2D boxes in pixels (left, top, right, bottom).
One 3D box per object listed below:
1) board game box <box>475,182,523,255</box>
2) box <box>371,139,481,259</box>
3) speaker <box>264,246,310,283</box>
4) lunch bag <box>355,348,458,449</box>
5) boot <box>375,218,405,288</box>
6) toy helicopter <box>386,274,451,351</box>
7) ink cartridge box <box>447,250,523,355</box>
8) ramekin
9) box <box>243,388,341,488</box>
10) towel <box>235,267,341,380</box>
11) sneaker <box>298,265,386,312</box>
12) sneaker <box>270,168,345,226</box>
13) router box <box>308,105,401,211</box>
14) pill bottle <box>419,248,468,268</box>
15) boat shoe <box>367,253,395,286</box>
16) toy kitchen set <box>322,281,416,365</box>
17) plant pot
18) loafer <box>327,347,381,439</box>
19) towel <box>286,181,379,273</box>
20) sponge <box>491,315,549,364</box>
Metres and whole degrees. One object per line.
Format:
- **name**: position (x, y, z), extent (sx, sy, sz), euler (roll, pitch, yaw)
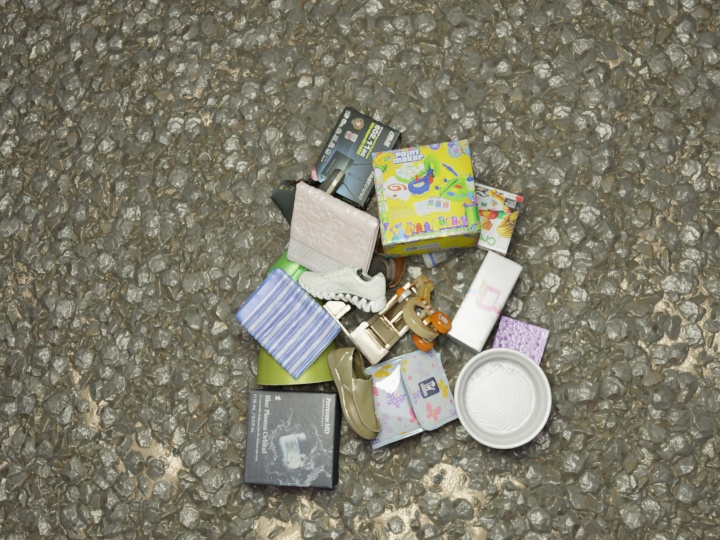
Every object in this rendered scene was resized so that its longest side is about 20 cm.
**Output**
- **board game box**: position (0.233, -0.122, 1.578), extent (0.197, 0.035, 0.128), euler (18, 81, 11)
- **box**: position (0.133, -0.143, 1.511), extent (0.196, 0.122, 0.196), euler (-7, 77, 4)
- **speaker**: position (-0.131, -0.030, 1.697), extent (0.088, 0.088, 0.201), euler (38, 87, 11)
- **lunch bag**: position (0.096, 0.268, 1.598), extent (0.197, 0.127, 0.173), euler (-18, 82, 4)
- **boot**: position (0.070, -0.069, 1.643), extent (0.075, 0.155, 0.204), euler (13, 82, 8)
- **toy helicopter**: position (0.123, 0.068, 1.581), extent (0.131, 0.201, 0.079), euler (35, 120, -13)
- **ink cartridge box**: position (0.267, 0.072, 1.602), extent (0.084, 0.145, 0.202), euler (29, 85, 12)
- **ramekin**: position (0.295, 0.266, 1.560), extent (0.196, 0.098, 0.205), euler (-1, 82, 6)
- **box**: position (-0.144, 0.363, 1.618), extent (0.196, 0.117, 0.201), euler (1, 81, 6)
- **towel**: position (-0.152, 0.104, 1.528), extent (0.200, 0.024, 0.145), euler (41, 85, 21)
- **sneaker**: position (-0.035, 0.023, 1.543), extent (0.197, 0.075, 0.083), euler (13, 114, 18)
- **sneaker**: position (-0.125, -0.184, 1.677), extent (0.106, 0.075, 0.200), euler (47, 124, -2)
- **router box**: position (-0.012, -0.260, 1.731), extent (0.148, 0.062, 0.203), euler (26, 85, 9)
- **pill bottle**: position (0.213, -0.097, 1.652), extent (0.197, 0.114, 0.115), euler (-27, 79, 1)
- **boat shoe**: position (0.000, 0.000, 1.628), extent (0.072, 0.199, 0.076), euler (-7, 97, -35)
- **toy kitchen set**: position (0.038, 0.079, 1.590), extent (0.180, 0.200, 0.163), euler (-43, 86, -2)
- **plant pot**: position (-0.139, 0.136, 1.606), extent (0.183, 0.187, 0.204), euler (-4, 87, 6)
- **loafer**: position (-0.005, 0.248, 1.524), extent (0.067, 0.076, 0.203), euler (-31, 79, 28)
- **towel**: position (-0.064, -0.066, 1.569), extent (0.198, 0.032, 0.193), euler (27, 126, 18)
- **sponge**: position (0.333, 0.210, 1.630), extent (0.110, 0.030, 0.203), euler (18, 84, 9)
